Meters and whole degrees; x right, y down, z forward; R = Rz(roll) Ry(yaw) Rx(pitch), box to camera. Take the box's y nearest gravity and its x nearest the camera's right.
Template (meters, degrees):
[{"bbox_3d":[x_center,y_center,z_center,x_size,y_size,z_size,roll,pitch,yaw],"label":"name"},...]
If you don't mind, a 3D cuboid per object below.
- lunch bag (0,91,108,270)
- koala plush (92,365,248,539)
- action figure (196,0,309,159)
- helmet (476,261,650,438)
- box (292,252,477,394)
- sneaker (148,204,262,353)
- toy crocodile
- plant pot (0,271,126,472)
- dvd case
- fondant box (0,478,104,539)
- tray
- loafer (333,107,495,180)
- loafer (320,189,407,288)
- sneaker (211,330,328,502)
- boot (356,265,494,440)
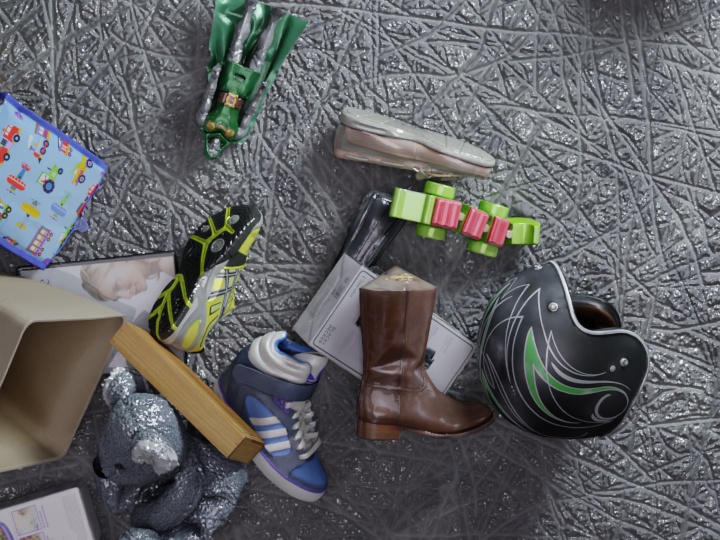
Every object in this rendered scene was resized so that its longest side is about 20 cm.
[{"bbox_3d":[-0.396,-0.099,1.622,0.200,0.094,0.151,36,80,-39],"label":"lunch bag"},{"bbox_3d":[-0.239,0.216,1.603,0.183,0.178,0.201,-25,131,-7],"label":"koala plush"},{"bbox_3d":[-0.149,-0.230,1.672,0.117,0.055,0.202,19,96,-7],"label":"action figure"},{"bbox_3d":[0.230,0.097,1.643,0.189,0.200,0.202,20,92,-11],"label":"helmet"},{"bbox_3d":[0.031,0.082,1.658,0.199,0.060,0.117,33,92,-28],"label":"box"},{"bbox_3d":[-0.181,0.009,1.683,0.201,0.075,0.076,-56,134,-8],"label":"sneaker"},{"bbox_3d":[0.127,-0.061,1.676,0.198,0.062,0.068,16,92,-23],"label":"toy crocodile"},{"bbox_3d":[-0.428,0.101,1.599,0.176,0.199,0.201,30,101,20],"label":"plant pot"},{"bbox_3d":[-0.319,0.056,1.696,0.198,0.018,0.144,-6,94,-2],"label":"dvd case"},{"bbox_3d":[-0.416,0.356,1.690,0.198,0.058,0.146,-16,94,-3],"label":"fondant box"},{"bbox_3d":[-0.202,0.144,1.617,0.200,0.099,0.037,43,88,15],"label":"tray"},{"bbox_3d":[0.064,-0.142,1.685,0.198,0.072,0.063,19,109,2],"label":"loafer"},{"bbox_3d":[0.000,0.000,1.683,0.070,0.068,0.202,25,88,5],"label":"loafer"},{"bbox_3d":[-0.076,0.169,1.663,0.146,0.081,0.200,-41,89,26],"label":"sneaker"},{"bbox_3d":[0.081,0.095,1.619,0.185,0.064,0.202,-3,103,-24],"label":"boot"}]
